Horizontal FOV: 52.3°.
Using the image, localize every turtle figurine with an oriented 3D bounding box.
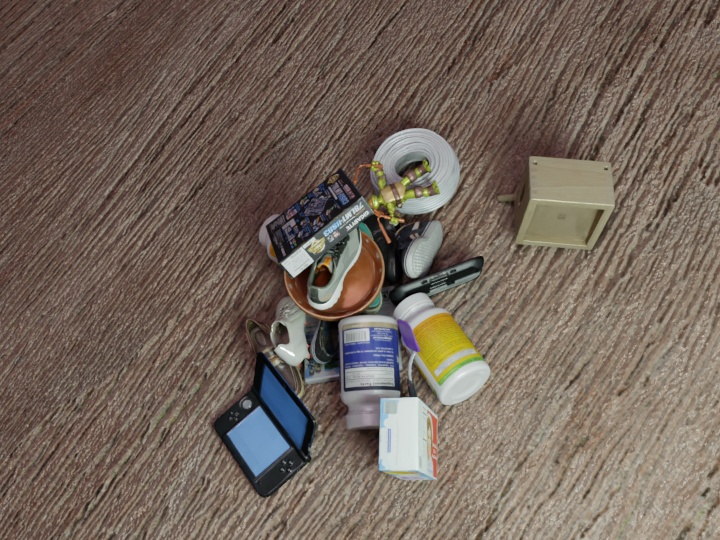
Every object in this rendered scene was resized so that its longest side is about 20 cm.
[{"bbox_3d":[0.082,-0.155,1.527,0.160,0.065,0.201,-22,60,3],"label":"turtle figurine"}]

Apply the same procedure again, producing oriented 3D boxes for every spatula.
[{"bbox_3d":[0.094,0.185,1.350,0.020,0.202,0.056,-12,13,-24],"label":"spatula"}]

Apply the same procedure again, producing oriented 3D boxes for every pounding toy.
[{"bbox_3d":[0.376,-0.136,1.448,0.182,0.201,0.144,5,61,3],"label":"pounding toy"}]

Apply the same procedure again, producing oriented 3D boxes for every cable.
[{"bbox_3d":[0.120,-0.221,1.623,0.198,0.069,0.201,19,67,25],"label":"cable"}]

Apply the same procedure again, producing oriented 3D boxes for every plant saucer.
[{"bbox_3d":[-0.051,0.005,1.447,0.198,0.032,0.202,-2,67,4],"label":"plant saucer"}]

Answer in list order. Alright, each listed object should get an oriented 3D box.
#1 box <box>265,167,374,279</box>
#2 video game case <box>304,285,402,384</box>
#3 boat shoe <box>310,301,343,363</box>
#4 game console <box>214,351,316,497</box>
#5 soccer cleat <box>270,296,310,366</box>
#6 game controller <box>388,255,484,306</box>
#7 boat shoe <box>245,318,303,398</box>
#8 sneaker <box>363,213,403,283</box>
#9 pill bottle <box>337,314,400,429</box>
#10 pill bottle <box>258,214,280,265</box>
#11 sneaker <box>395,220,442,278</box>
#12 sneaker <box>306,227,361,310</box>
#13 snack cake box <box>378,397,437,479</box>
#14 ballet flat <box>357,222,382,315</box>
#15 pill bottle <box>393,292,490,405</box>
[{"bbox_3d":[-0.083,-0.097,1.418,0.198,0.050,0.200,-37,28,3],"label":"box"},{"bbox_3d":[-0.019,0.130,1.490,0.198,0.022,0.184,-10,58,10],"label":"video game case"},{"bbox_3d":[-0.048,0.088,1.461,0.068,0.057,0.202,21,67,-22],"label":"boat shoe"},{"bbox_3d":[-0.186,0.290,1.388,0.170,0.119,0.200,-39,57,-9],"label":"game console"},{"bbox_3d":[-0.148,0.109,1.476,0.069,0.077,0.201,-41,34,17],"label":"soccer cleat"},{"bbox_3d":[0.150,0.019,1.449,0.198,0.104,0.042,-21,70,-2],"label":"game controller"},{"bbox_3d":[-0.181,0.177,1.479,0.072,0.072,0.201,-30,57,-2],"label":"boat shoe"},{"bbox_3d":[0.033,-0.055,1.562,0.103,0.060,0.202,-10,59,17],"label":"sneaker"},{"bbox_3d":[0.016,0.191,1.369,0.114,0.116,0.202,-5,76,14],"label":"pill bottle"},{"bbox_3d":[-0.124,-0.042,1.568,0.199,0.110,0.109,33,74,29],"label":"pill bottle"},{"bbox_3d":[0.106,-0.041,1.489,0.079,0.079,0.200,-2,23,23],"label":"sneaker"},{"bbox_3d":[-0.049,-0.026,1.401,0.073,0.080,0.202,14,67,13],"label":"sneaker"},{"bbox_3d":[0.085,0.290,1.249,0.066,0.200,0.116,-4,69,14],"label":"snack cake box"},{"bbox_3d":[0.000,0.000,1.499,0.067,0.062,0.202,-4,67,-8],"label":"ballet flat"},{"bbox_3d":[0.145,0.141,1.380,0.110,0.111,0.201,-32,57,-4],"label":"pill bottle"}]
